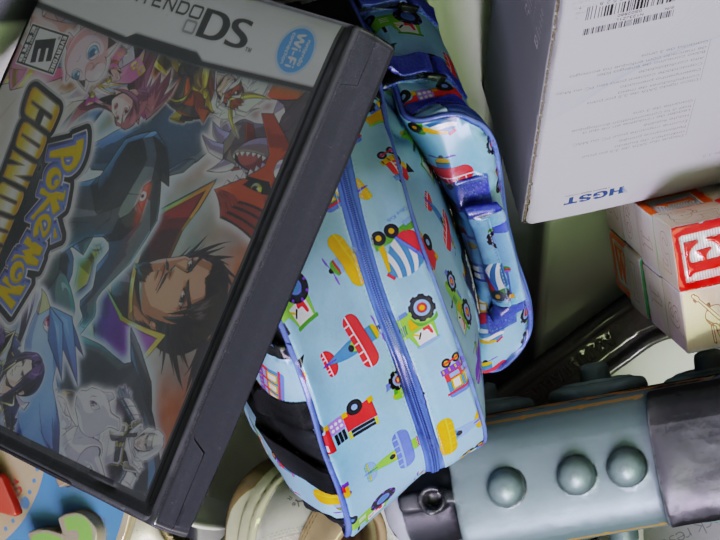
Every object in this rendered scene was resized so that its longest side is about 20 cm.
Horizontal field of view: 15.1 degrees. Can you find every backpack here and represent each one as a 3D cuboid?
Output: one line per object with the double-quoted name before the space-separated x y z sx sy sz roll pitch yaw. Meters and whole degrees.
"backpack" 0.000 0.000 1.131 0.134 0.200 0.183 -18 126 -2

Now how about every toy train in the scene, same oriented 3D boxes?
"toy train" 0.105 0.083 1.187 0.199 0.114 0.086 -9 88 12

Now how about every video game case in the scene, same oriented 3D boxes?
"video game case" -0.093 -0.019 1.063 0.025 0.180 0.201 26 86 -48

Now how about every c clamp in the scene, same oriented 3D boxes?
"c clamp" 0.149 0.083 1.337 0.200 0.027 0.171 -31 125 9

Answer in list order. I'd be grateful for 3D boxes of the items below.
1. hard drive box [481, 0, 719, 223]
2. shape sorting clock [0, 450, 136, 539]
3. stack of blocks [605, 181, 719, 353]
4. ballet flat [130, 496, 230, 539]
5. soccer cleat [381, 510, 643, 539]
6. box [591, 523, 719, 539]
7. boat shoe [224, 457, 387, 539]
"hard drive box" 0.137 -0.109 1.116 0.155 0.077 0.200 -12 155 -7
"shape sorting clock" -0.175 0.069 1.152 0.200 0.200 0.039 -47 160 18
"stack of blocks" 0.187 -0.006 1.172 0.115 0.200 0.059 -12 107 -8
"ballet flat" -0.059 0.140 1.230 0.069 0.070 0.200 -41 144 14
"soccer cleat" 0.036 0.124 1.284 0.199 0.078 0.069 -15 168 8
"box" 0.188 0.141 1.349 0.199 0.048 0.122 -26 154 3
"boat shoe" -0.017 0.181 1.198 0.074 0.066 0.201 -27 121 -39
